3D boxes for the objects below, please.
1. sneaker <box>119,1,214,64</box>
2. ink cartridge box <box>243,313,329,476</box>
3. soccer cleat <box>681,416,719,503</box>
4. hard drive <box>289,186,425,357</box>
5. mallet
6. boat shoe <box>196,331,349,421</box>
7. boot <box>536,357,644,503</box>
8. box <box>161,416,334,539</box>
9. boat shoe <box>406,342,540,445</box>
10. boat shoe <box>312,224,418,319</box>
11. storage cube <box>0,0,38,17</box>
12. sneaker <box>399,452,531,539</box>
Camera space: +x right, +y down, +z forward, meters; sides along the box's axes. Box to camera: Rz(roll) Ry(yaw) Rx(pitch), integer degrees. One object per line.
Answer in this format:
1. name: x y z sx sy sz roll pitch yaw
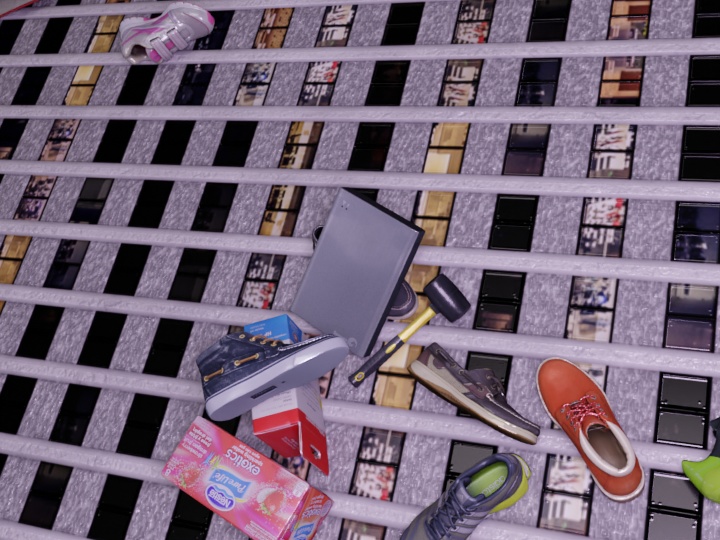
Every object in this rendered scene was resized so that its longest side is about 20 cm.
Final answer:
1. sneaker: -0.358 -0.427 1.626 0.200 0.081 0.088 -11 62 24
2. ink cartridge box: -0.099 0.176 1.192 0.067 0.116 0.200 -16 59 11
3. soccer cleat: 0.460 0.183 1.023 0.200 0.068 0.081 -42 45 -4
4. hard drive: -0.007 0.003 1.241 0.140 0.033 0.200 32 109 26
5. mallet: 0.069 0.097 1.223 0.066 0.041 0.200 41 94 2
6. boat shoe: -0.118 0.108 1.122 0.200 0.071 0.091 -26 62 6
7. boot: 0.275 0.176 1.067 0.075 0.107 0.200 -32 56 3
8. box: -0.149 0.287 1.163 0.200 0.100 0.096 25 74 28
9. boat shoe: 0.151 0.154 1.140 0.200 0.073 0.065 29 81 30
10. boat shoe: 0.000 0.000 1.279 0.073 0.063 0.200 -46 60 -10
11. storage cube: -0.760 -0.651 1.816 0.171 0.200 0.180 -20 52 10
12. sneaker: 0.119 0.288 1.077 0.200 0.081 0.074 -43 58 -5
